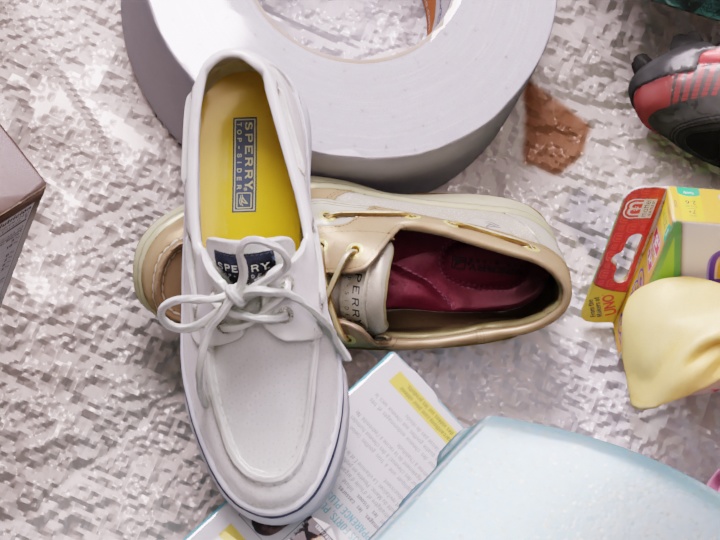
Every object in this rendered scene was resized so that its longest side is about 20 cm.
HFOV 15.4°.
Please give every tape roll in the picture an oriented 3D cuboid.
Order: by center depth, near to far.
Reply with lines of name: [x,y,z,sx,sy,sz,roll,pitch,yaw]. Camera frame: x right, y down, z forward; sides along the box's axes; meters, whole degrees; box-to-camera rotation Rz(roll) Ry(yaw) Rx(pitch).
tape roll: [-0.010,-0.132,1.253,0.199,0.066,0.201,4,69,-11]

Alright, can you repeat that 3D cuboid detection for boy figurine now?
boy figurine: [0.213,0.047,1.181,0.199,0.124,0.065,9,93,4]

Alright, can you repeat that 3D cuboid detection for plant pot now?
plant pot: [0.073,0.175,1.062,0.200,0.196,0.196,43,68,5]

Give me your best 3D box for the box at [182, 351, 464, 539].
box: [-0.031,0.132,1.157,0.200,0.049,0.082,-41,83,-22]

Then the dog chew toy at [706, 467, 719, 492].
dog chew toy: [0.239,0.143,1.167,0.199,0.125,0.125,27,66,-6]

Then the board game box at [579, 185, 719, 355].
board game box: [0.207,0.006,1.232,0.199,0.096,0.030,6,47,-9]

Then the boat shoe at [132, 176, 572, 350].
boat shoe: [0.000,0.000,1.191,0.199,0.066,0.074,-4,110,-14]

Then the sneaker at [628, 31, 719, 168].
sneaker: [0.220,-0.049,1.268,0.200,0.071,0.098,17,65,-7]

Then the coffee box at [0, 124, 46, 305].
coffee box: [-0.205,-0.017,1.091,0.080,0.200,0.113,-34,79,-26]

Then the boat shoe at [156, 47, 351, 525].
boat shoe: [-0.044,0.003,1.115,0.074,0.086,0.203,-3,80,7]

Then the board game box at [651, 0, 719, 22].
board game box: [0.182,-0.195,1.301,0.135,0.028,0.201,16,47,-7]
